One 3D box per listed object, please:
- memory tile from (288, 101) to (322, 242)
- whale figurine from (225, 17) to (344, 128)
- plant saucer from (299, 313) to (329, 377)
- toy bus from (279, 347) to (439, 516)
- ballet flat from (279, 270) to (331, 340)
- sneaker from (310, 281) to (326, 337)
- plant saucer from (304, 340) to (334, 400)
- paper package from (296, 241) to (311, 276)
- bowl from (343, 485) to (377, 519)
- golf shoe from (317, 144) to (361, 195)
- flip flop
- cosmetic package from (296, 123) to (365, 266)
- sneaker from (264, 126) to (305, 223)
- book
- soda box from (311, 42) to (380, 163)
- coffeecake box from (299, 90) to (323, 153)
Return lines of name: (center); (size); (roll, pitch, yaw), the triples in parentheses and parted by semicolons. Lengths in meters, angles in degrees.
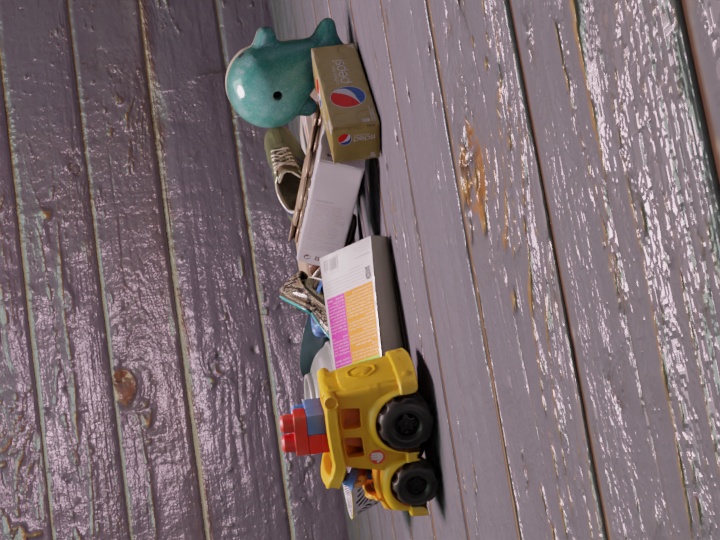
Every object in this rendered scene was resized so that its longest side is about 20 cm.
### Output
memory tile: (-0.085, -0.157, 1.687); (0.153, 0.017, 0.200); (109, 171, -61)
whale figurine: (-0.106, -0.297, 1.602); (0.159, 0.200, 0.104); (60, 178, -29)
plant saucer: (-0.057, 0.112, 1.979); (0.200, 0.036, 0.200); (15, -90, -74)
toy bus: (-0.004, 0.218, 1.353); (0.136, 0.192, 0.200); (-120, 21, -71)
ballet flat: (-0.054, 0.054, 1.646); (0.068, 0.075, 0.200); (35, -178, -44)
sneaker: (-0.054, 0.063, 1.790); (0.200, 0.066, 0.078); (-69, 5, -78)
plant saucer: (-0.056, 0.210, 1.638); (0.200, 0.050, 0.200); (174, 90, -80)
paper package: (-0.073, -0.051, 2.091); (0.191, 0.103, 0.200); (-104, 9, -49)
bowl: (0.015, 0.302, 1.746); (0.201, 0.094, 0.201); (172, 90, -85)
golf shoe: (-0.034, -0.139, 1.752); (0.200, 0.078, 0.097); (89, 165, -57)
flip flop: (-0.071, -0.020, 1.879); (0.200, 0.058, 0.081); (-55, -5, 15)
cosmetic package: (-0.042, -0.111, 1.588); (0.102, 0.074, 0.200); (-85, 9, -46)
sneaker: (-0.119, -0.167, 1.817); (0.090, 0.067, 0.200); (72, 180, -77)
book: (-0.002, 0.064, 1.515); (0.134, 0.048, 0.200); (-21, 72, 50)
soda box: (-0.022, -0.241, 1.504); (0.064, 0.068, 0.200); (87, 172, -45)
coffeecake box: (-0.063, -0.220, 1.906); (0.200, 0.073, 0.154); (102, 159, -74)
